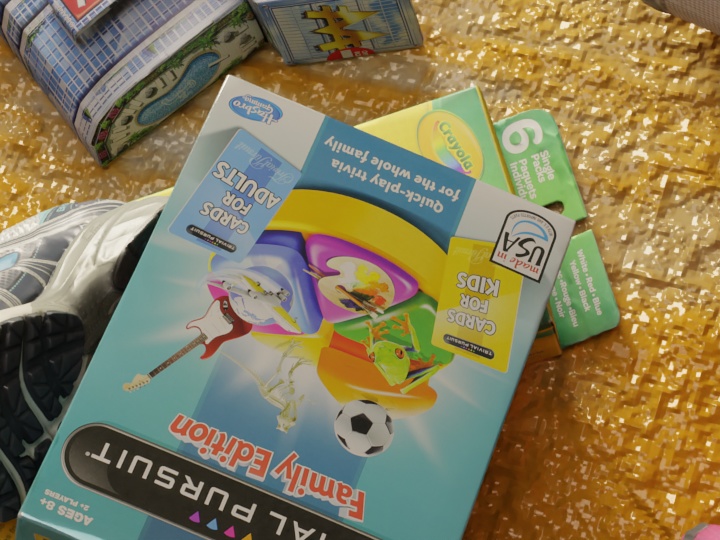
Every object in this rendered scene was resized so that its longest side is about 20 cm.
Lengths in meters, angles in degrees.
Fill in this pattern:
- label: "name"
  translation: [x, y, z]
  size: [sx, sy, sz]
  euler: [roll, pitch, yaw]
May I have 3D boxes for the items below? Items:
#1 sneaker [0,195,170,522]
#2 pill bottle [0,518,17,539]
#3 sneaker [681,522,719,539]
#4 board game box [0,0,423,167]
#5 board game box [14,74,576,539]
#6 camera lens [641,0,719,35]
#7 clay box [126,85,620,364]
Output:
- label: "sneaker"
  translation: [-0.142, 0.033, 0.833]
  size: [0.086, 0.078, 0.200]
  euler: [7, 28, 28]
- label: "pill bottle"
  translation: [-0.109, 0.123, 0.856]
  size: [0.199, 0.104, 0.105]
  euler: [32, 79, 20]
- label: "sneaker"
  translation: [0.198, 0.117, 0.822]
  size: [0.199, 0.079, 0.096]
  euler: [-29, 88, 1]
- label: "board game box"
  translation: [-0.073, -0.152, 0.977]
  size: [0.200, 0.062, 0.200]
  euler: [-38, 66, -4]
- label: "board game box"
  translation: [-0.021, 0.042, 0.807]
  size: [0.150, 0.047, 0.201]
  euler: [22, 61, 1]
- label: "camera lens"
  translation: [0.214, -0.152, 0.863]
  size: [0.199, 0.160, 0.161]
  euler: [27, 77, 19]
- label: "clay box"
  translation: [0.000, 0.000, 0.911]
  size: [0.199, 0.048, 0.116]
  euler: [-19, 67, 5]
